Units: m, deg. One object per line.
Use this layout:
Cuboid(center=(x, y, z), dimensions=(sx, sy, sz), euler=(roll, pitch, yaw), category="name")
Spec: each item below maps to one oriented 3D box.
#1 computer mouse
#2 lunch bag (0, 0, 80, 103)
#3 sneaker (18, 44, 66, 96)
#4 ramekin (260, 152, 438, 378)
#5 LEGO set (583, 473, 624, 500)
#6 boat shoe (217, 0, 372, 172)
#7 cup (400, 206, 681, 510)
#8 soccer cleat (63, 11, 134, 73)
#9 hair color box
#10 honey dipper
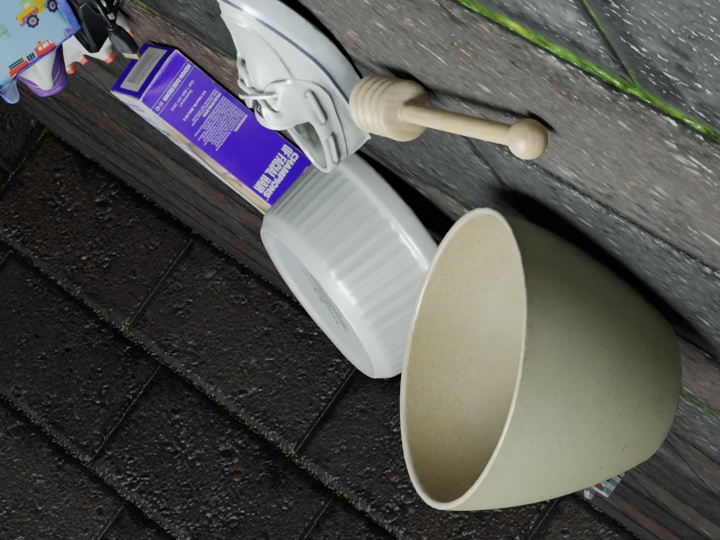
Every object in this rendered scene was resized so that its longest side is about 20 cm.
Cuboid(center=(-0.213, -0.221, 1.690), dimensions=(0.141, 0.046, 0.200), euler=(49, 169, 17), category="computer mouse")
Cuboid(center=(-0.327, -0.217, 1.652), dimensions=(0.201, 0.150, 0.094), euler=(57, 168, -22), category="lunch bag")
Cuboid(center=(-0.306, -0.225, 1.796), dimensions=(0.084, 0.080, 0.201), euler=(65, -179, -54), category="sneaker")
Cuboid(center=(0.000, 0.000, 1.731), dimensions=(0.203, 0.094, 0.202), euler=(50, 169, 13), category="ramekin")
Cuboid(center=(0.159, 0.107, 1.769), dimensions=(0.200, 0.116, 0.154), euler=(41, 174, -35), category="LEGO set")
Cuboid(center=(-0.045, -0.122, 1.357), dimensions=(0.073, 0.066, 0.200), euler=(33, 174, 36), category="boat shoe")
Cuboid(center=(0.129, 0.068, 1.387), dimensions=(0.142, 0.202, 0.200), euler=(10, -176, -19), category="cup")
Cuboid(center=(-0.272, -0.234, 1.953), dimensions=(0.078, 0.069, 0.200), euler=(43, 166, -19), category="soccer cleat")
Cuboid(center=(-0.130, -0.127, 1.945), dimensions=(0.200, 0.065, 0.109), euler=(37, 175, -22), category="hair color box")
Cuboid(center=(0.051, -0.088, 1.207), dimensions=(0.038, 0.038, 0.200), euler=(39, 172, -26), category="honey dipper")
